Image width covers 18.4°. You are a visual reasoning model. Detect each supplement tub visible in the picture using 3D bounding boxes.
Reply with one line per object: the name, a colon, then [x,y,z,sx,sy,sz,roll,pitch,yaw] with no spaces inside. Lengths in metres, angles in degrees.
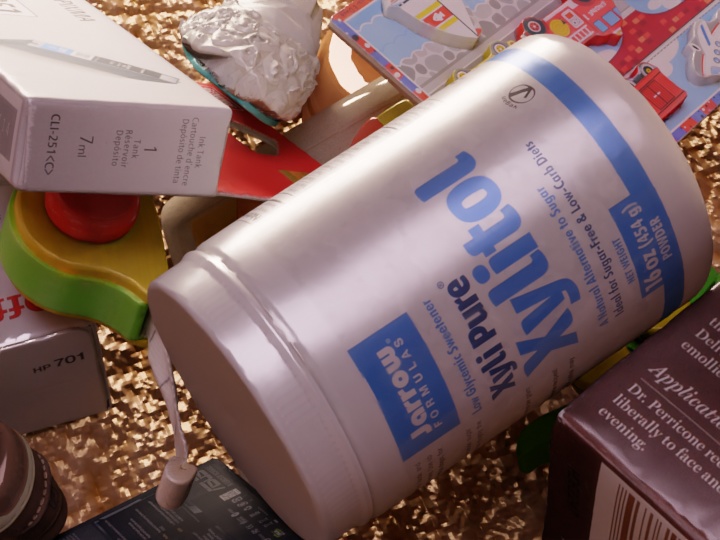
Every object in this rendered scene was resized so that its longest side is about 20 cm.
supplement tub: [0.030,0.005,0.902,0.200,0.132,0.132,-34,61,-15]

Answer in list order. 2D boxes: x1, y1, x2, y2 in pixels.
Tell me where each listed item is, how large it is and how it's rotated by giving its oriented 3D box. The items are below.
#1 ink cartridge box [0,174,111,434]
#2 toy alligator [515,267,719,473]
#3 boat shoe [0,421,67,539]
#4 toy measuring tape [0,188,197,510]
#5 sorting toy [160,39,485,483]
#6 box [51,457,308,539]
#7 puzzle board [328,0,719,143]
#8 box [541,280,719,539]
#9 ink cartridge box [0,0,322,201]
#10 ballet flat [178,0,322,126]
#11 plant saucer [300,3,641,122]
ink cartridge box: [-0.216,-0.013,1.077,0.146,0.086,0.200,-15,58,-9]
toy alligator: [0.155,0.037,1.047,0.200,0.059,0.054,-40,54,-23]
boat shoe: [-0.224,0.117,0.996,0.202,0.075,0.075,-8,62,24]
toy measuring tape: [-0.119,0.015,0.966,0.073,0.074,0.200,-9,54,-6]
sorting toy: [0.000,0.000,1.033,0.185,0.036,0.200,-29,57,17]
box: [-0.089,0.155,0.914,0.158,0.051,0.200,-25,19,-17]
puzzle board: [0.099,-0.114,1.060,0.151,0.017,0.200,43,49,9]
box: [0.203,0.098,0.945,0.200,0.164,0.166,-35,61,-22]
ink cartridge box: [-0.103,-0.081,1.010,0.176,0.045,0.200,2,20,-29]
ballet flat: [-0.048,-0.113,1.075,0.072,0.200,0.072,0,96,-3]
plant saucer: [0.063,-0.111,1.133,0.200,0.037,0.200,-11,39,9]
